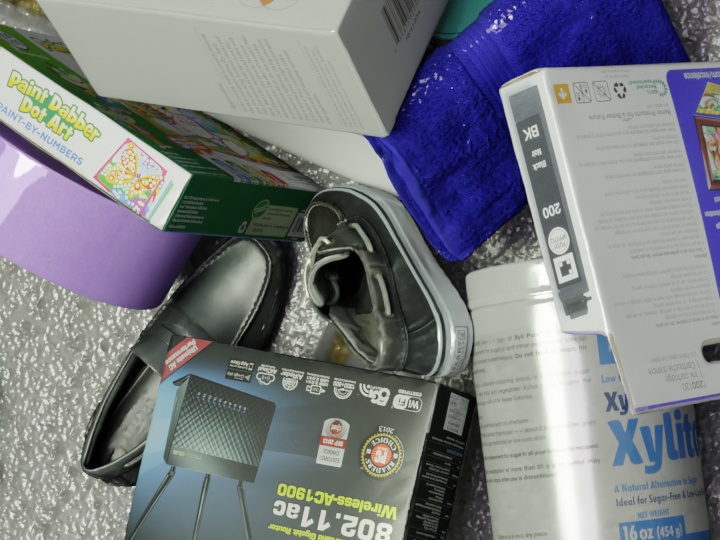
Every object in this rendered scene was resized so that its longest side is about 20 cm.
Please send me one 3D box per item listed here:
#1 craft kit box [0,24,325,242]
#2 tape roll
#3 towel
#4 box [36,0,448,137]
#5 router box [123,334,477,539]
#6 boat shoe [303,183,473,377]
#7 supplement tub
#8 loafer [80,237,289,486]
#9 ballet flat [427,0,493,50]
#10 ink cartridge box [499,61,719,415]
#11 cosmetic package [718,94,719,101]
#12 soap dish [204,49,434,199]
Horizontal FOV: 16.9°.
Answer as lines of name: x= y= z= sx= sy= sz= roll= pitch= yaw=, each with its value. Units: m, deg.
craft kit box: x=-0.144 y=-0.087 z=1.538 sx=0.197 sy=0.200 sz=0.049 roll=31 pitch=100 yaw=20
tape roll: x=-0.198 y=-0.055 z=1.559 sx=0.200 sy=0.200 sz=0.066 roll=35 pitch=103 yaw=21
towel: x=0.102 y=-0.102 z=1.431 sx=0.200 sy=0.148 sz=0.050 roll=-41 pitch=52 yaw=-4
box: x=-0.063 y=-0.164 z=1.388 sx=0.199 sy=0.098 sz=0.125 roll=10 pitch=61 yaw=27
router box: x=-0.040 y=0.130 z=1.487 sx=0.199 sy=0.062 sz=0.151 roll=8 pitch=83 yaw=29
boat shoe: x=0.000 y=0.000 z=1.494 sx=0.200 sy=0.071 sz=0.072 roll=46 pitch=128 yaw=55
supplement tub: x=0.136 y=0.093 z=1.446 sx=0.131 sy=0.132 sz=0.201 roll=-8 pitch=86 yaw=23
loafer: x=-0.116 y=0.059 z=1.590 sx=0.068 sy=0.070 sz=0.201 roll=39 pitch=103 yaw=19
ballet flat: x=0.090 y=-0.196 z=1.475 sx=0.072 sy=0.072 sz=0.200 roll=33 pitch=67 yaw=21
ink cartridge box: x=0.183 y=-0.020 z=1.396 sx=0.043 sy=0.198 sz=0.201 roll=-24 pitch=76 yaw=47
cosmetic package: x=0.329 y=-0.062 z=1.332 sx=0.199 sy=0.166 sz=0.168 roll=-18 pitch=94 yaw=22
soap dish: x=-0.032 y=-0.124 z=1.520 sx=0.199 sy=0.157 sz=0.081 roll=23 pitch=81 yaw=22
